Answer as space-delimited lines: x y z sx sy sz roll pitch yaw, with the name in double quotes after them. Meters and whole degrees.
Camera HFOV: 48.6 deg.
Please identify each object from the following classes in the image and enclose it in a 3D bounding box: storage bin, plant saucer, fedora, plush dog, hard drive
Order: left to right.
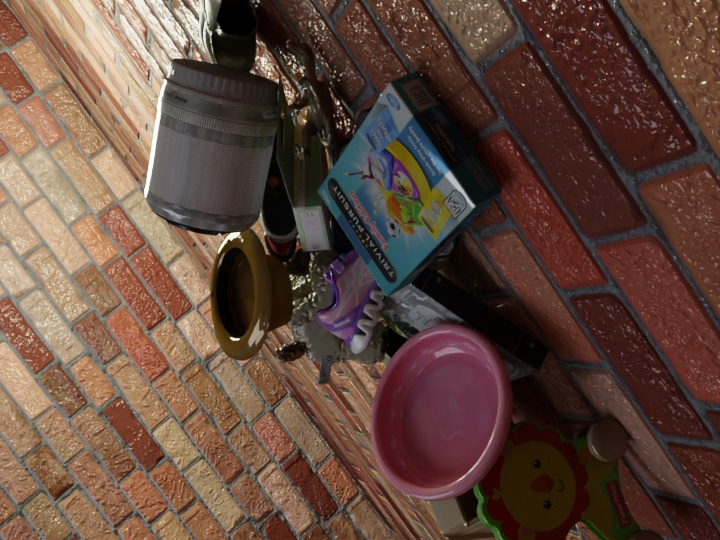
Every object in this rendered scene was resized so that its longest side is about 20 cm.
-0.153 0.033 1.169 0.199 0.080 0.207 -8 81 55 "fedora"
-0.064 0.062 1.239 0.202 0.158 0.173 57 -175 -25 "plush dog"
0.099 0.167 0.938 0.050 0.204 0.199 27 -176 -42 "plant saucer"
0.126 0.069 1.012 0.198 0.038 0.140 35 162 -1 "hard drive"
0.143 0.240 1.058 0.197 0.093 0.203 25 -142 -55 "storage bin"

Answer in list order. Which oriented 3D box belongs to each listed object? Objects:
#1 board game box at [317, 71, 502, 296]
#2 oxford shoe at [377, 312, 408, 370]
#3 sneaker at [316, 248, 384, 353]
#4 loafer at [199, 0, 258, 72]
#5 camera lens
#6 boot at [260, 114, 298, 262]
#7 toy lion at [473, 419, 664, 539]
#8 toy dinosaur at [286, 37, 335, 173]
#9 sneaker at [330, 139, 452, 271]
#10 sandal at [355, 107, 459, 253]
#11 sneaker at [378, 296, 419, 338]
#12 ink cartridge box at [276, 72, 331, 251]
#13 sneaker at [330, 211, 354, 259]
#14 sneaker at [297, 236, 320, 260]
0.044 -0.085 0.861 0.153 0.046 0.200 56 143 11 "board game box"
0.050 0.104 1.307 0.201 0.069 0.076 -119 17 -48 "oxford shoe"
0.000 0.000 1.039 0.087 0.205 0.080 21 177 -3 "sneaker"
-0.173 -0.320 1.049 0.071 0.074 0.201 61 168 25 "loafer"
-0.195 -0.160 1.055 0.159 0.157 0.205 33 115 47 "camera lens"
-0.129 -0.122 1.199 0.145 0.070 0.205 108 156 -74 "boot"
0.230 0.270 0.919 0.069 0.187 0.205 109 144 -72 "toy lion"
-0.048 -0.184 0.990 0.057 0.102 0.203 -1 129 18 "toy dinosaur"
0.045 -0.088 0.972 0.200 0.074 0.080 45 160 -2 "sneaker"
0.062 -0.110 0.913 0.202 0.044 0.076 58 145 23 "sandal"
0.085 0.070 1.191 0.077 0.075 0.200 47 176 -26 "sneaker"
-0.073 -0.142 1.073 0.202 0.047 0.149 83 -176 -57 "ink cartridge box"
-0.012 -0.067 1.176 0.079 0.069 0.200 65 163 3 "sneaker"
-0.067 -0.052 1.290 0.201 0.070 0.108 50 -178 20 "sneaker"
